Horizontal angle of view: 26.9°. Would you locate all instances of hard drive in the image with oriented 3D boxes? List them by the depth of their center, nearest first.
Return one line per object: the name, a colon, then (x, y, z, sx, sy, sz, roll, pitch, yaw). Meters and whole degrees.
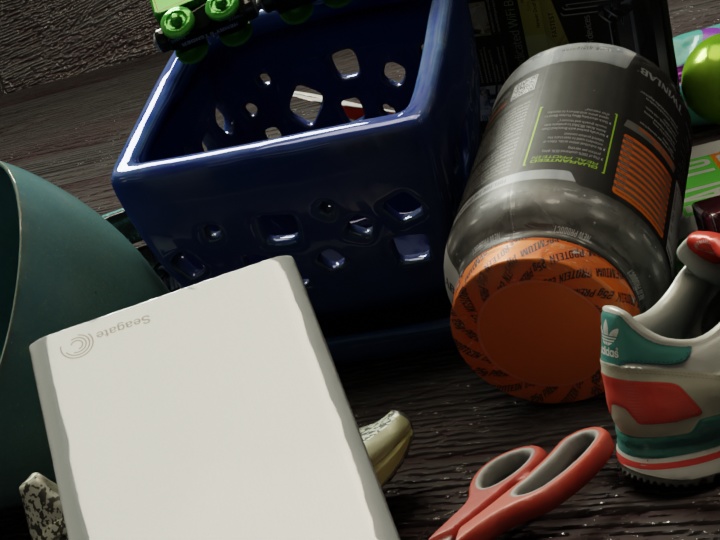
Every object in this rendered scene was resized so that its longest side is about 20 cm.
hard drive: (-0.063, 0.090, 0.650, 0.131, 0.027, 0.201, -19, 49, -5)

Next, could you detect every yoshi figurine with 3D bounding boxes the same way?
yoshi figurine: (0.297, -0.142, 1.044, 0.199, 0.113, 0.112, -11, -29, -40)

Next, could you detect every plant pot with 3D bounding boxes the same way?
plant pot: (-0.181, 0.050, 0.885, 0.134, 0.201, 0.200, 17, -5, -32)
plant pot: (-0.013, -0.054, 0.946, 0.199, 0.180, 0.200, -11, 33, 19)

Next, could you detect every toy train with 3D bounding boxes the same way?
toy train: (-0.039, -0.187, 0.937, 0.199, 0.057, 0.042, -21, -29, 3)

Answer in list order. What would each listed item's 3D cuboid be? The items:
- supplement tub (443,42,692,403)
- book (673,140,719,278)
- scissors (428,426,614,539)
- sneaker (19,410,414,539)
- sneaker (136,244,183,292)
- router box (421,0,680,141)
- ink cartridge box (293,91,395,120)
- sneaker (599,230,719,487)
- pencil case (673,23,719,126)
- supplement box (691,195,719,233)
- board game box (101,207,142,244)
supplement tub: (0.115, -0.028, 0.833, 0.122, 0.123, 0.200, -10, 33, 26)
book: (0.265, -0.049, 0.946, 0.199, 0.048, 0.134, -15, 20, 5)
scissors: (0.037, 0.120, 0.644, 0.073, 0.014, 0.200, -15, 13, 46)
sneaker: (-0.069, 0.096, 0.703, 0.199, 0.089, 0.077, -22, 3, -16)
sneaker: (-0.161, 0.015, 1.145, 0.085, 0.078, 0.200, -13, 16, 4)
router box: (0.128, -0.143, 1.006, 0.156, 0.201, 0.052, -4, 37, 17)
ink cartridge box: (0.024, -0.110, 1.250, 0.199, 0.048, 0.160, 8, 7, -21)
sneaker: (0.193, 0.018, 0.684, 0.199, 0.094, 0.070, -24, 16, -18)
pencil case: (0.295, -0.160, 1.206, 0.199, 0.086, 0.092, -13, 0, 18)
supplement box: (0.282, -0.033, 0.791, 0.199, 0.061, 0.109, -15, 3, 9)
board game box: (-0.181, -0.034, 1.152, 0.199, 0.028, 0.135, -22, 6, -18)
